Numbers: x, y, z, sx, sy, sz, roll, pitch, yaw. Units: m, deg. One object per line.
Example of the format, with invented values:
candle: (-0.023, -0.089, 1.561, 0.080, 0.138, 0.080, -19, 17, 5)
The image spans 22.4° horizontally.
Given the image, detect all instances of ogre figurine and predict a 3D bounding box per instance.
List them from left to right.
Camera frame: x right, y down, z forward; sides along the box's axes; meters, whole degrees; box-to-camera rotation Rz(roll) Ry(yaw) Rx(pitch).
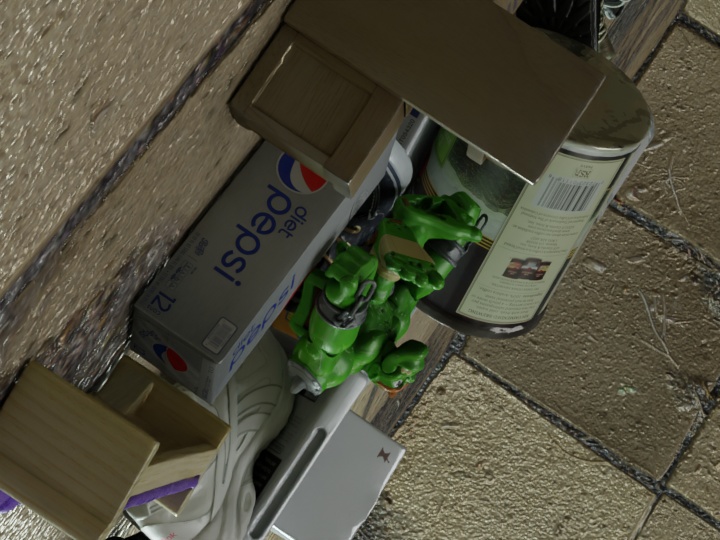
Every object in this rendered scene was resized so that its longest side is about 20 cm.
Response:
ogre figurine: (0.013, 0.015, 1.207, 0.120, 0.098, 0.200, -58, -174, 28)

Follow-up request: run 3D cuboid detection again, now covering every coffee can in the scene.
coffee can: (0.120, -0.068, 1.424, 0.146, 0.146, 0.201, -47, 167, -53)

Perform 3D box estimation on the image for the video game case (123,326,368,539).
video game case: (-0.088, 0.130, 1.317, 0.182, 0.023, 0.200, -56, -156, -7)

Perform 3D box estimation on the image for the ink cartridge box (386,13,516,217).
ink cartridge box: (0.051, -0.128, 1.452, 0.197, 0.043, 0.200, -61, 174, 18)

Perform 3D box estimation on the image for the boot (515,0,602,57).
boot: (0.175, -0.222, 1.493, 0.158, 0.079, 0.212, -59, 159, -54)

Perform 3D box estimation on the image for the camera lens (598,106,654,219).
camera lens: (0.257, -0.149, 2.249, 0.201, 0.159, 0.160, -55, 172, -16)

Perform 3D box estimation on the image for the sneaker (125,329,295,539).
sneaker: (-0.107, 0.100, 1.236, 0.078, 0.099, 0.201, -19, -139, 32)

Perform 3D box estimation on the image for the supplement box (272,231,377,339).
supplement box: (0.000, 0.000, 1.563, 0.067, 0.069, 0.200, -62, 173, 33)

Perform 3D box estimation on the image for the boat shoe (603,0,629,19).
boat shoe: (0.277, -0.323, 2.004, 0.074, 0.068, 0.199, -56, 172, -10)

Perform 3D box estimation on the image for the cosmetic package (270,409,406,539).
cosmetic package: (-0.058, 0.141, 1.363, 0.102, 0.071, 0.200, -58, -155, -10)

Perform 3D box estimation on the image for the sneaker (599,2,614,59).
sneaker: (0.236, -0.260, 1.917, 0.067, 0.090, 0.201, -45, 165, -54)

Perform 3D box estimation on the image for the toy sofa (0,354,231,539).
toy sofa: (-0.145, 0.109, 0.999, 0.098, 0.082, 0.200, -58, 173, 2)

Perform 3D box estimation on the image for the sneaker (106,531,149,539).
sneaker: (-0.170, 0.233, 1.372, 0.112, 0.073, 0.200, -57, 172, 33)

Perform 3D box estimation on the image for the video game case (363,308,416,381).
video game case: (0.009, 0.062, 1.550, 0.201, 0.024, 0.182, -59, 172, 30)

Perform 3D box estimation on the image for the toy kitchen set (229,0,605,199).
toy kitchen set: (0.054, -0.113, 1.054, 0.201, 0.163, 0.180, -56, 173, -7)

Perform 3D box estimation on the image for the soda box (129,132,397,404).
soda box: (-0.057, -0.021, 1.102, 0.200, 0.063, 0.068, -54, 172, -26)

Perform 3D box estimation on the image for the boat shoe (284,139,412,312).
boat shoe: (-0.020, -0.033, 1.256, 0.091, 0.071, 0.200, -59, 176, -20)
